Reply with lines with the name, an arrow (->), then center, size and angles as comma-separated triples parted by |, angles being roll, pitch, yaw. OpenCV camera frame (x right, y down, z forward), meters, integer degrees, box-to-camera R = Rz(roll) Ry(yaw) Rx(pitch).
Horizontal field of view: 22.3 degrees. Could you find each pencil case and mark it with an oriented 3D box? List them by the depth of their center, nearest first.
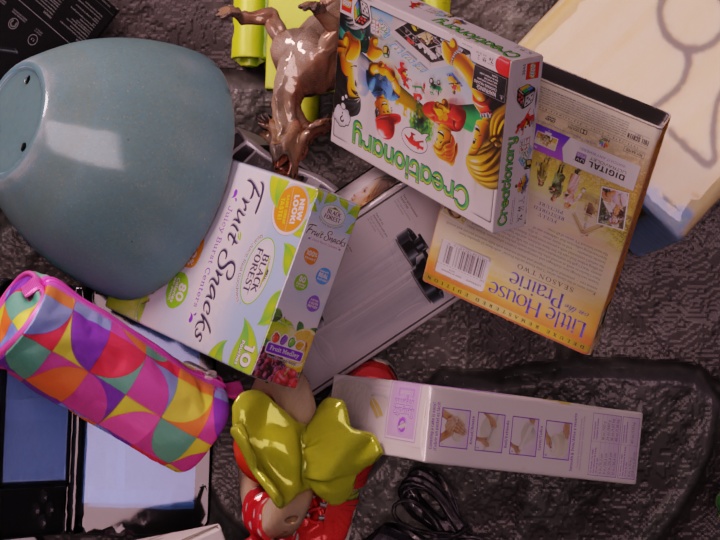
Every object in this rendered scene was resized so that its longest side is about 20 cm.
pencil case -> -0.190, 0.076, 1.399 | 0.199, 0.088, 0.089 | 32, 86, -29

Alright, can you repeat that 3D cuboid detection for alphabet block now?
alphabet block -> 0.233, -0.153, 1.428 | 0.195, 0.196, 0.200 | 45, 87, 0

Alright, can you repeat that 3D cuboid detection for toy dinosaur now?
toy dinosaur -> -0.024, -0.167, 1.441 | 0.199, 0.086, 0.136 | -37, 127, -23

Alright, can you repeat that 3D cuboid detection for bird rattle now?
bird rattle -> -0.057, 0.156, 1.397 | 0.111, 0.201, 0.164 | 0, 45, -13

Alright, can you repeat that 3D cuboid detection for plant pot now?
plant pot -> -0.208, -0.092, 1.382 | 0.134, 0.199, 0.202 | 20, 85, -40

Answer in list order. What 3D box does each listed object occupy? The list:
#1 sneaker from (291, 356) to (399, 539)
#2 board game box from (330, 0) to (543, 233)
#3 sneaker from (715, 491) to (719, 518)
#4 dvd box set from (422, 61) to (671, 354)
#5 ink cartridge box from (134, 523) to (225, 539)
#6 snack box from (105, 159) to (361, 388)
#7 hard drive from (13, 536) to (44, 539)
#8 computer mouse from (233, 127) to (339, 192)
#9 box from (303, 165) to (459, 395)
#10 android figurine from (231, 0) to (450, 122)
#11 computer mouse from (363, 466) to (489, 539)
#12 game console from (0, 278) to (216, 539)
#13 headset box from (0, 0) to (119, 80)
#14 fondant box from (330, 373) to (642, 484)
sneaker -> -0.027, 0.161, 1.458 | 0.076, 0.085, 0.202 | 22, 86, 1
board game box -> 0.051, -0.123, 1.330 | 0.034, 0.199, 0.128 | -13, 120, -34
sneaker -> 0.350, 0.124, 1.477 | 0.200, 0.074, 0.084 | -44, 91, -13
dvd box set -> 0.134, -0.051, 1.348 | 0.145, 0.029, 0.202 | 24, 124, 17
ink cartridge box -> -0.158, 0.281, 1.383 | 0.082, 0.199, 0.148 | -20, 90, -35
snack box -> -0.100, -0.010, 1.374 | 0.053, 0.199, 0.144 | 18, 92, -42
hard drive -> -0.355, 0.243, 1.472 | 0.199, 0.033, 0.141 | -29, 87, -3
computer mouse -> -0.094, -0.075, 1.487 | 0.199, 0.044, 0.110 | 33, 101, -4
box -> 0.000, 0.000, 1.452 | 0.199, 0.060, 0.117 | -34, 115, 2
android figurine -> -0.016, -0.208, 1.501 | 0.180, 0.041, 0.203 | 1, 90, 0
computer mouse -> 0.020, 0.270, 1.474 | 0.200, 0.053, 0.139 | -39, 90, -14
game console -> -0.207, 0.111, 1.445 | 0.117, 0.172, 0.203 | 0, 86, 25
headset box -> -0.320, -0.183, 1.424 | 0.093, 0.174, 0.201 | 32, 86, 43
fondant box -> 0.094, 0.121, 1.396 | 0.198, 0.144, 0.059 | 8, 87, -30
